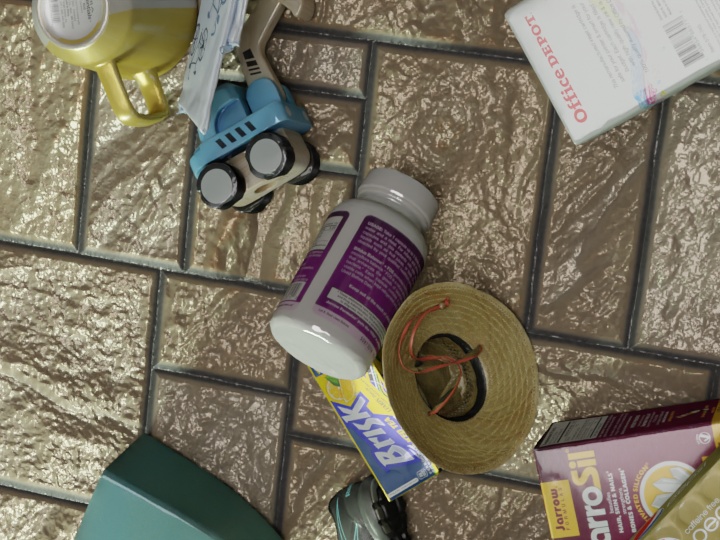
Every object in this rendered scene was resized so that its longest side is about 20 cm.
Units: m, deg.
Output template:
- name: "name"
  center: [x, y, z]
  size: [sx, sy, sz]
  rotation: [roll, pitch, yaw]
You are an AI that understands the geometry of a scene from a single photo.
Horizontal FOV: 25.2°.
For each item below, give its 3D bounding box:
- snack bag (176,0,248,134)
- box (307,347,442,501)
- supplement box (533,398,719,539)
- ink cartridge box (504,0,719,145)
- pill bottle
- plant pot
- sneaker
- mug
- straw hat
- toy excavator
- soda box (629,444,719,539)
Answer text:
- name: "snack bag"
  center: [-0.147, -0.244, 1.644]
  size: [0.021, 0.189, 0.202]
  rotation: [11, 101, -17]
- name: "box"
  center: [0.014, 0.137, 1.701]
  size: [0.070, 0.064, 0.201]
  rotation: [-32, 88, 19]
- name: "supplement box"
  center: [0.287, 0.211, 1.604]
  size: [0.198, 0.103, 0.132]
  rotation: [-11, 96, 19]
- name: "ink cartridge box"
  center: [0.264, -0.232, 1.525]
  size: [0.199, 0.145, 0.146]
  rotation: [-28, 89, 19]
- name: "pill bottle"
  center: [0.000, 0.000, 1.623]
  size: [0.112, 0.112, 0.201]
  rotation: [25, 69, 13]
- name: "plant pot"
  center: [-0.196, 0.300, 1.757]
  size: [0.199, 0.141, 0.142]
  rotation: [25, 105, 5]
- name: "sneaker"
  center: [0.026, 0.321, 1.729]
  size: [0.079, 0.075, 0.202]
  rotation: [-20, 85, 33]
- name: "mug"
  center: [-0.254, -0.262, 1.683]
  size: [0.186, 0.153, 0.150]
  rotation: [41, 107, 8]
- name: "straw hat"
  center: [0.082, 0.111, 1.653]
  size: [0.085, 0.200, 0.203]
  rotation: [-13, 95, 56]
- name: "toy excavator"
  center: [-0.110, -0.184, 1.686]
  size: [0.194, 0.100, 0.201]
  rotation: [-29, 80, 18]
- name: "soda box"
  center: [0.315, 0.241, 1.511]
  size: [0.068, 0.064, 0.200]
  rotation: [41, 107, 6]
